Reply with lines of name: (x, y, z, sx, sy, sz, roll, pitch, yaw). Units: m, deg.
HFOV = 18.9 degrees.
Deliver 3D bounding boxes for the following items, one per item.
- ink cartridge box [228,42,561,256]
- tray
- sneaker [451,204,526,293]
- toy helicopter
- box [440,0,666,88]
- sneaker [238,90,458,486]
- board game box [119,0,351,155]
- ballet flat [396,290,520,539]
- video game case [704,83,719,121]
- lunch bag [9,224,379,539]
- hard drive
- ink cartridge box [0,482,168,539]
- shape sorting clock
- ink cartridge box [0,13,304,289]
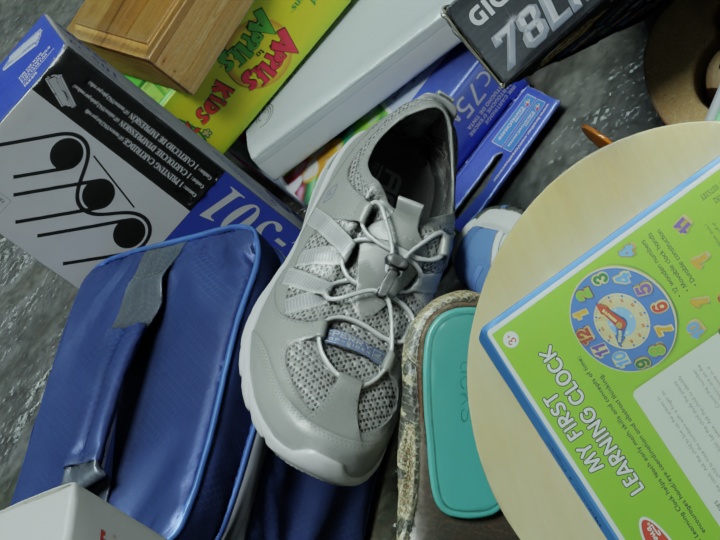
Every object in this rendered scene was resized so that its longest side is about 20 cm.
ink cartridge box: (0.009, -0.078, 1.125, 0.120, 0.042, 0.200, -53, 38, -1)
tray: (-0.068, -0.190, 1.111, 0.099, 0.037, 0.200, 21, 78, 55)
sneaker: (0.089, 0.036, 0.907, 0.077, 0.076, 0.200, -50, 37, 0)
toy helicopter: (0.178, -0.048, 0.891, 0.132, 0.079, 0.200, -36, 51, 10)
box: (0.149, -0.170, 0.924, 0.200, 0.050, 0.198, -42, -6, 29)
sneaker: (0.000, 0.000, 0.944, 0.082, 0.074, 0.201, 127, 159, -48)
board game box: (-0.080, -0.119, 1.139, 0.200, 0.048, 0.102, -50, 32, 4)
ballet flat: (0.042, 0.110, 0.890, 0.075, 0.067, 0.201, 109, 162, -79)
video game case: (0.225, -0.061, 0.821, 0.181, 0.022, 0.201, 19, 79, 30)
lunch bag: (-0.082, 0.086, 1.003, 0.135, 0.132, 0.201, -17, 48, 38)
hard drive: (0.019, -0.148, 1.117, 0.200, 0.027, 0.132, -36, 36, 23)
ink cartridge box: (-0.081, 0.196, 0.849, 0.084, 0.200, 0.147, -25, 44, 32)
shape sorting clock: (0.133, 0.044, 0.808, 0.199, 0.039, 0.201, 1, 92, 22)
ink cartridge box: (-0.111, -0.030, 1.075, 0.094, 0.200, 0.044, -47, 36, 5)
